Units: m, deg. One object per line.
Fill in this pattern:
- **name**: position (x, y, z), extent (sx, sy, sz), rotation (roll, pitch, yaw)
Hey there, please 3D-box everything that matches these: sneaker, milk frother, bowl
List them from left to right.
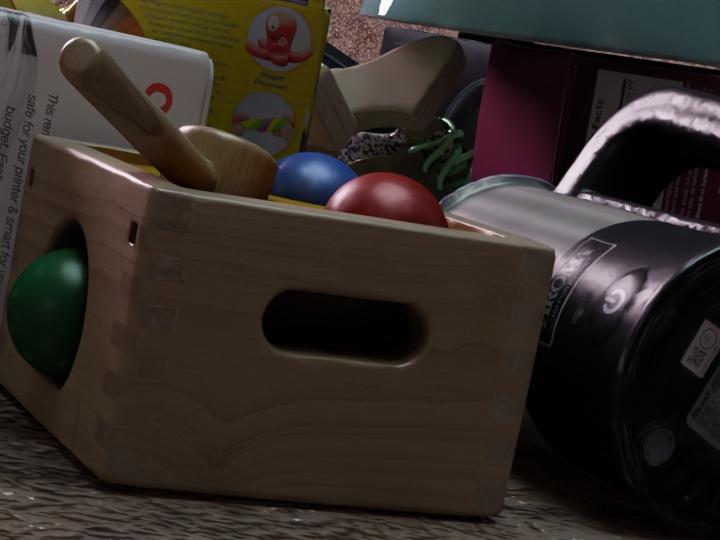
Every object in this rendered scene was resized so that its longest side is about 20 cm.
- **sneaker**: position (0.040, -0.059, 1.107), extent (0.200, 0.089, 0.077), rotation (24, 47, 23)
- **bowl**: position (0.106, -0.173, 1.007), extent (0.200, 0.105, 0.201), rotation (9, 8, -1)
- **milk frother**: position (0.149, 0.041, 0.815), extent (0.200, 0.180, 0.188), rotation (56, -15, -25)

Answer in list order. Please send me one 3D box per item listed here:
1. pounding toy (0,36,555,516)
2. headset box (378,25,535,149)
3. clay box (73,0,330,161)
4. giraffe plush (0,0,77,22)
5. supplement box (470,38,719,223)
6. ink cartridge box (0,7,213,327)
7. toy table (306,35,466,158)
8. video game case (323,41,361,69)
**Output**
- **pounding toy**: position (-0.048, -0.003, 0.686), extent (0.199, 0.143, 0.184), rotation (8, 6, -26)
- **headset box**: position (0.079, -0.078, 1.314), extent (0.148, 0.201, 0.077), rotation (14, 6, 19)
- **clay box**: position (-0.083, -0.060, 0.874), extent (0.114, 0.201, 0.048), rotation (12, 6, 2)
- **giraffe plush**: position (-0.247, -0.131, 1.213), extent (0.172, 0.201, 0.162), rotation (11, 5, 16)
- **supplement box**: position (0.176, -0.071, 1.038), extent (0.199, 0.086, 0.110), rotation (5, 9, -20)
- **ink cartridge box**: position (-0.175, -0.040, 0.788), extent (0.199, 0.146, 0.084), rotation (10, 6, -16)
- **toy table**: position (-0.036, -0.061, 0.996), extent (0.117, 0.184, 0.200), rotation (23, -9, 31)
- **video game case**: position (-0.096, -0.092, 1.246), extent (0.200, 0.019, 0.143), rotation (-32, -30, 21)
